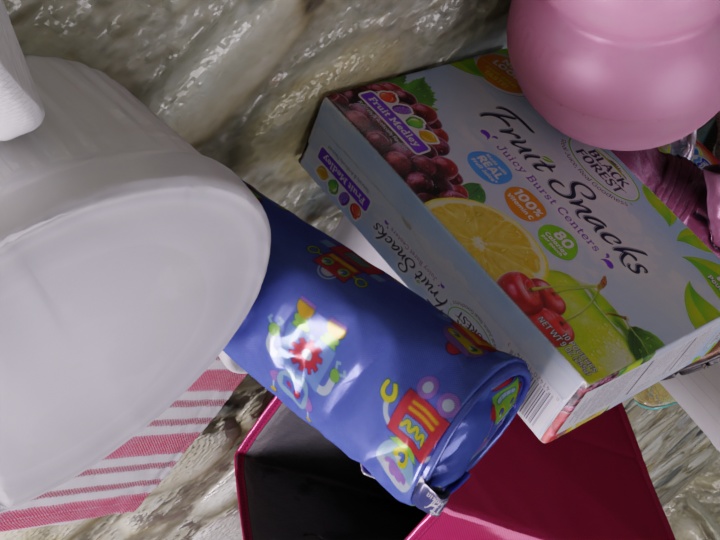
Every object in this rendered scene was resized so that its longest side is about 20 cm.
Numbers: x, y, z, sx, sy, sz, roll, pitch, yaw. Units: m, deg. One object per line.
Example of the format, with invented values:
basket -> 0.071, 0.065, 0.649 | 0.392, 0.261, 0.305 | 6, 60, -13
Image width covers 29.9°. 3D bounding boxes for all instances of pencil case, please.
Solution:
pencil case -> -0.018, 0.031, 0.623 | 0.078, 0.200, 0.087 | -18, 136, -54

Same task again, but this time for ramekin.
ramekin -> -0.142, 0.006, 0.525 | 0.202, 0.094, 0.203 | -34, 157, -16

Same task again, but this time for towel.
towel -> -0.128, 0.071, 0.761 | 0.200, 0.030, 0.146 | -50, 156, 16

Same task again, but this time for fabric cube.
fabric cube -> 0.056, 0.157, 0.885 | 0.199, 0.200, 0.196 | 19, 125, -27

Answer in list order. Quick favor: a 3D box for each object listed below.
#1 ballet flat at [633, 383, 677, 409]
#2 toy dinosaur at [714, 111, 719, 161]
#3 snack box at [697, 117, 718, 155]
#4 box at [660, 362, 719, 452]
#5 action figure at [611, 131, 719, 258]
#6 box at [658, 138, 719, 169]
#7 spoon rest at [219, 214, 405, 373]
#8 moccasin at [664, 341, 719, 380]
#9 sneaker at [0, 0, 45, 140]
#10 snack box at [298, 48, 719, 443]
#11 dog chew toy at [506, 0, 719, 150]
ballet flat -> 0.389, 0.102, 1.596 | 0.199, 0.071, 0.071 | -20, 150, -39
toy dinosaur -> 0.299, -0.154, 0.954 | 0.135, 0.086, 0.200 | -1, 153, -43
snack box -> 0.318, -0.075, 1.073 | 0.200, 0.116, 0.037 | -38, 158, -6
box -> 0.336, 0.021, 1.169 | 0.199, 0.199, 0.131 | -20, 150, -39
action figure -> 0.176, -0.042, 0.798 | 0.149, 0.199, 0.134 | -62, 176, -10
box -> 0.166, -0.015, 0.971 | 0.099, 0.096, 0.200 | -9, 143, -50
spoon rest -> 0.000, 0.000, 0.739 | 0.199, 0.099, 0.061 | -26, 152, -22
moccasin -> 0.271, 0.012, 0.985 | 0.201, 0.078, 0.074 | -33, -171, 8
sneaker -> -0.164, -0.087, 0.371 | 0.088, 0.075, 0.200 | -28, 152, 4
snack box -> 0.084, -0.022, 0.690 | 0.142, 0.200, 0.053 | -20, 150, -40
dog chew toy -> 0.133, -0.151, 0.646 | 0.124, 0.125, 0.200 | -33, 149, -17
